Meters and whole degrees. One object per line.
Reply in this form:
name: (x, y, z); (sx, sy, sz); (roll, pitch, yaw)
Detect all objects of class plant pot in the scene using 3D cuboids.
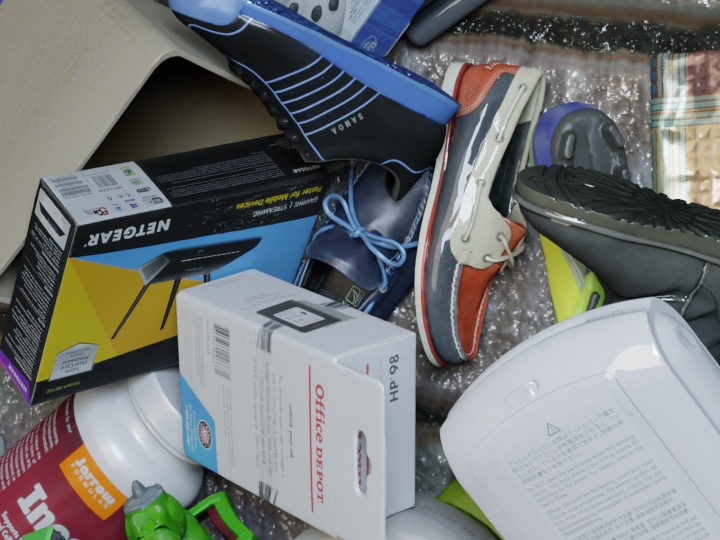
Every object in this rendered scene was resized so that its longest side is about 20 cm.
plant pot: (-0.170, -0.097, 1.170); (0.200, 0.199, 0.177); (-50, 58, 14)

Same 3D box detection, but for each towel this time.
towel: (0.250, -0.039, 1.064); (0.145, 0.022, 0.202); (-3, 87, 23)

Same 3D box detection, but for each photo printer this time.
photo printer: (0.153, 0.119, 0.984); (0.166, 0.070, 0.200); (-33, 102, 31)

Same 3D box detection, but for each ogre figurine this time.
ogre figurine: (-0.106, 0.215, 1.142); (0.098, 0.200, 0.120); (-38, 54, 16)

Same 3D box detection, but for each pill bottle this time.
pill bottle: (-0.184, 0.144, 1.204); (0.200, 0.113, 0.113); (-41, 73, 18)

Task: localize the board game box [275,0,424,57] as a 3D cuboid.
board game box: (-0.010, -0.251, 1.148); (0.201, 0.043, 0.199); (-52, 53, 15)

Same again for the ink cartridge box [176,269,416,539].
ink cartridge box: (-0.028, 0.084, 1.056); (0.199, 0.066, 0.117); (21, 118, 46)

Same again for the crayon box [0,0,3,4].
crayon box: (-0.270, -0.235, 1.289); (0.126, 0.051, 0.200); (44, 105, 19)

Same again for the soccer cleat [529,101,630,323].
soccer cleat: (0.144, -0.007, 1.096); (0.064, 0.084, 0.202); (-9, 101, -12)

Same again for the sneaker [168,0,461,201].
sneaker: (-0.036, -0.112, 1.063); (0.199, 0.070, 0.078); (25, 101, -16)

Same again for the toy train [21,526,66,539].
toy train: (-0.176, 0.246, 1.176); (0.056, 0.201, 0.042); (-21, 35, 20)

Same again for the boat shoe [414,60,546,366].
boat shoe: (0.079, -0.036, 1.118); (0.062, 0.071, 0.202); (6, 87, 21)

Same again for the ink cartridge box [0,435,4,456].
ink cartridge box: (-0.362, 0.207, 1.299); (0.198, 0.083, 0.147); (-9, 85, 24)

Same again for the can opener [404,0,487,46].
can opener: (0.099, -0.225, 1.130); (0.199, 0.053, 0.067); (-38, 40, 17)

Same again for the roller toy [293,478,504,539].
roller toy: (0.030, 0.239, 1.090); (0.181, 0.139, 0.202); (-13, 84, 23)

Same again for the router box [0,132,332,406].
router box: (-0.125, -0.004, 1.111); (0.051, 0.199, 0.150); (47, 133, 30)

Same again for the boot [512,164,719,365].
boot: (0.146, 0.051, 1.036); (0.180, 0.073, 0.201); (18, 116, -7)

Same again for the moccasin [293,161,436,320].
moccasin: (0.000, 0.000, 1.150); (0.080, 0.068, 0.202); (25, 98, 23)
